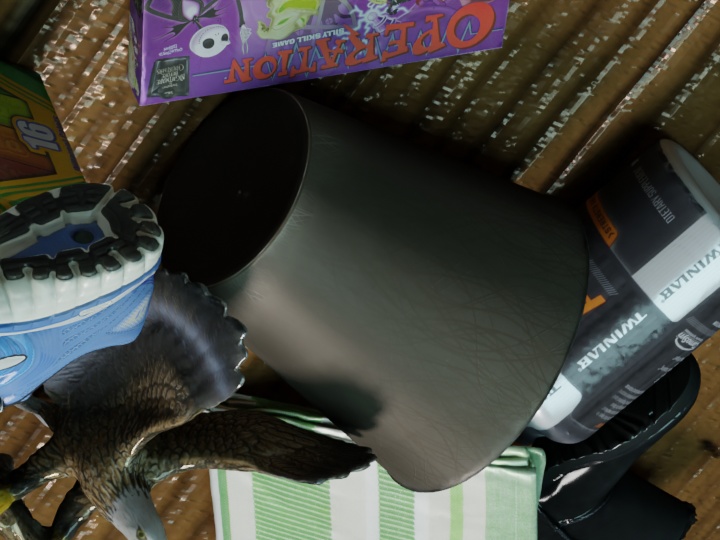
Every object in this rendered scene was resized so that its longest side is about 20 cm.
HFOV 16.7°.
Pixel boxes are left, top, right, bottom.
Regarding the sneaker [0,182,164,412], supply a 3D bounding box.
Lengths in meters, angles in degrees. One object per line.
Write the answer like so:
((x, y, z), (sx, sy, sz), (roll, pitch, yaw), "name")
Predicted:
((-0.181, 0.031, 1.084), (0.198, 0.079, 0.090), (-13, 134, -16), "sneaker")

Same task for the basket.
((0.000, 0.000, 1.291), (0.199, 0.136, 0.181), (30, 86, -38), "basket")

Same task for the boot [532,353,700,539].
((0.160, 0.133, 1.550), (0.198, 0.074, 0.162), (-35, 136, 18), "boot")

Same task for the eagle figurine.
((-0.110, 0.088, 1.275), (0.199, 0.151, 0.152), (-35, 174, 13), "eagle figurine")

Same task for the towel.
((0.008, 0.140, 1.438), (0.198, 0.023, 0.153), (9, 135, 10), "towel")

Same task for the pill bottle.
((0.132, 0.027, 1.404), (0.200, 0.107, 0.106), (-41, 136, 14), "pill bottle")

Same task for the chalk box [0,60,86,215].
((-0.243, -0.038, 1.132), (0.199, 0.125, 0.124), (16, 123, -39), "chalk box")

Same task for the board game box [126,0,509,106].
((-0.016, -0.149, 1.215), (0.198, 0.032, 0.121), (-11, 140, -18), "board game box")
